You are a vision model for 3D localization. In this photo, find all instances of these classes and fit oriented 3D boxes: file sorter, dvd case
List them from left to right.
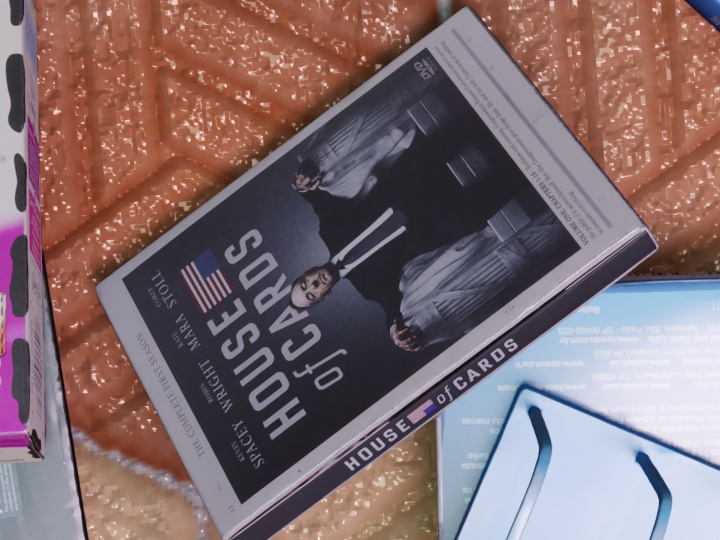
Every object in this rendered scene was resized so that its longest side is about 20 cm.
[{"bbox_3d":[0.000,0.000,0.813,0.200,0.025,0.150,-37,50,4],"label":"dvd case"},{"bbox_3d":[0.126,0.150,0.748,0.199,0.123,0.139,23,94,1],"label":"file sorter"}]

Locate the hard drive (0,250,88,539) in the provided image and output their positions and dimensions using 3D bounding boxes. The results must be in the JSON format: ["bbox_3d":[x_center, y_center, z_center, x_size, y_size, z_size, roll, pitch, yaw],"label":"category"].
[{"bbox_3d":[-0.222,0.074,0.852,0.199,0.033,0.140,-9,93,-6],"label":"hard drive"}]

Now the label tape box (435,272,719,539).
[{"bbox_3d":[0.103,0.102,0.838,0.143,0.066,0.201,-1,96,3],"label":"label tape box"}]

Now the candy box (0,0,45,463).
[{"bbox_3d":[-0.197,-0.022,0.813,0.136,0.061,0.201,-2,75,-3],"label":"candy box"}]

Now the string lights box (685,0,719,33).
[{"bbox_3d":[0.168,-0.149,0.823,0.200,0.059,0.103,42,93,0],"label":"string lights box"}]
